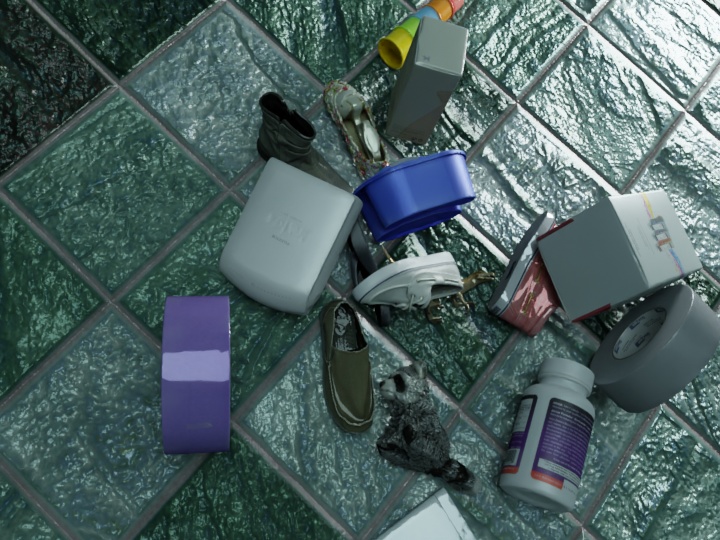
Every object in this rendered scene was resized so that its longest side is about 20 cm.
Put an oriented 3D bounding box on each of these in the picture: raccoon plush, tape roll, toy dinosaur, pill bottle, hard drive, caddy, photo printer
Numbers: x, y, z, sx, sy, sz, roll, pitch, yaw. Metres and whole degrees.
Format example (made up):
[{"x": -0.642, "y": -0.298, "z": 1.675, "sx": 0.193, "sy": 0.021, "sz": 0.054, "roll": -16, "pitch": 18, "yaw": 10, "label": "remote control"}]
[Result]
[{"x": 0.102, "y": 0.229, "z": 1.073, "sx": 0.199, "sy": 0.096, "sz": 0.136, "roll": 42, "pitch": 50, "yaw": -27, "label": "raccoon plush"}, {"x": 0.442, "y": 0.117, "z": 1.097, "sx": 0.066, "sy": 0.200, "sz": 0.201, "roll": 41, "pitch": 68, "yaw": -2, "label": "tape roll"}, {"x": 0.118, "y": 0.025, "z": 1.151, "sx": 0.195, "sy": 0.059, "sz": 0.103, "roll": 10, "pitch": 55, "yaw": -15, "label": "toy dinosaur"}, {"x": 0.283, "y": 0.239, "z": 1.073, "sx": 0.109, "sy": 0.112, "sz": 0.204, "roll": 23, "pitch": 69, "yaw": -3, "label": "pill bottle"}, {"x": 0.074, "y": 0.419, "z": 1.013, "sx": 0.198, "sy": 0.027, "sz": 0.133, "roll": -31, "pitch": 80, "yaw": -19, "label": "hard drive"}, {"x": 0.083, "y": -0.127, "z": 1.140, "sx": 0.196, "sy": 0.141, "sz": 0.107, "roll": -18, "pitch": 80, "yaw": -17, "label": "caddy"}, {"x": -0.109, "y": -0.046, "z": 1.084, "sx": 0.164, "sy": 0.070, "sz": 0.203, "roll": 25, "pitch": 82, "yaw": 11, "label": "photo printer"}, {"x": -0.214, "y": 0.135, "z": 0.955, "sx": 0.083, "sy": 0.200, "sz": 0.205, "roll": 0, "pitch": 71, "yaw": -12, "label": "tape roll"}]

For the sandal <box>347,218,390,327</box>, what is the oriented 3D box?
[{"x": 0.000, "y": 0.000, "z": 1.120, "sx": 0.042, "sy": 0.077, "sz": 0.204, "roll": -17, "pitch": 66, "yaw": -9, "label": "sandal"}]

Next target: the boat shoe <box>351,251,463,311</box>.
[{"x": 0.074, "y": 0.026, "z": 1.049, "sx": 0.197, "sy": 0.072, "sz": 0.067, "roll": -11, "pitch": 66, "yaw": -45, "label": "boat shoe"}]

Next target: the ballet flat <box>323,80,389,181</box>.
[{"x": 0.000, "y": -0.242, "z": 1.201, "sx": 0.074, "sy": 0.064, "sz": 0.203, "roll": -23, "pitch": 77, "yaw": -17, "label": "ballet flat"}]

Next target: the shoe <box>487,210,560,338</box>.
[{"x": 0.288, "y": 0.006, "z": 1.179, "sx": 0.090, "sy": 0.071, "sz": 0.202, "roll": 33, "pitch": 71, "yaw": -4, "label": "shoe"}]

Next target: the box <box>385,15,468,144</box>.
[{"x": 0.102, "y": -0.300, "z": 1.168, "sx": 0.076, "sy": 0.200, "sz": 0.097, "roll": 13, "pitch": 69, "yaw": -7, "label": "box"}]

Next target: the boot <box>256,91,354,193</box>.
[{"x": -0.085, "y": -0.177, "z": 1.125, "sx": 0.199, "sy": 0.131, "sz": 0.068, "roll": 39, "pitch": 69, "yaw": 3, "label": "boot"}]

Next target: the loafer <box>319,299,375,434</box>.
[{"x": -0.021, "y": 0.136, "z": 1.065, "sx": 0.073, "sy": 0.070, "sz": 0.205, "roll": -9, "pitch": 74, "yaw": -14, "label": "loafer"}]

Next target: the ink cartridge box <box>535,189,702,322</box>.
[{"x": 0.405, "y": -0.025, "z": 1.133, "sx": 0.197, "sy": 0.145, "sz": 0.148, "roll": -9, "pitch": 72, "yaw": -44, "label": "ink cartridge box"}]

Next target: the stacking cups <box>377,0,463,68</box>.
[{"x": 0.116, "y": -0.441, "z": 1.294, "sx": 0.060, "sy": 0.061, "sz": 0.200, "roll": 43, "pitch": 69, "yaw": 5, "label": "stacking cups"}]
